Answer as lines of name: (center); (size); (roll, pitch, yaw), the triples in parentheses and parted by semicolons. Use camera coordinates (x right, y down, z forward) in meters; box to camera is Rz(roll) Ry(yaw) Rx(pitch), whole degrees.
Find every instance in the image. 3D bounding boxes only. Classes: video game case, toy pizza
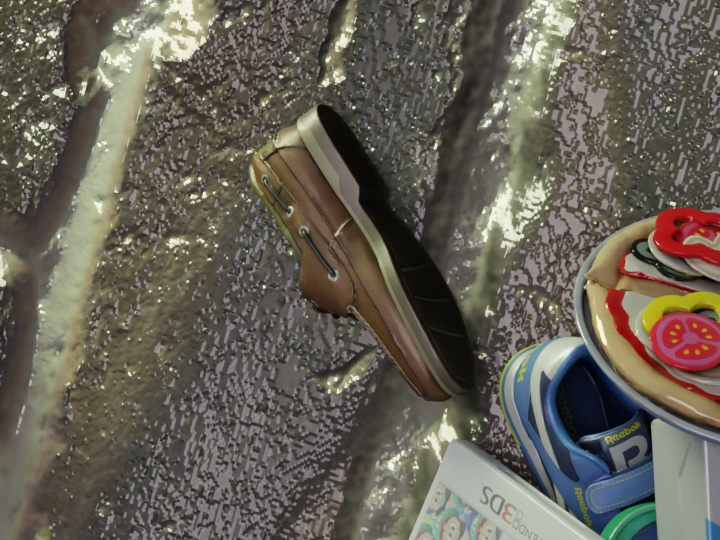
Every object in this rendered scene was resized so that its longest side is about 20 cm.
video game case: (0.063, 0.219, 1.111); (0.182, 0.024, 0.201); (32, 102, 58)
toy pizza: (0.214, 0.023, 1.060); (0.199, 0.200, 0.032); (21, 130, 17)

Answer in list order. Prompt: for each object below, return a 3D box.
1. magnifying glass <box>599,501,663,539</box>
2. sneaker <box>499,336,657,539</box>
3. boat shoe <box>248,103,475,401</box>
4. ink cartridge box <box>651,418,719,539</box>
magnifying glass: (0.216, 0.195, 1.088); (0.199, 0.022, 0.080); (29, 74, -14)
sneaker: (0.147, 0.127, 1.118); (0.074, 0.082, 0.201); (-26, 81, -23)
boat shoe: (0.000, 0.000, 1.189); (0.068, 0.072, 0.201); (-34, 70, 18)
ink cartridge box: (0.263, 0.135, 1.066); (0.198, 0.068, 0.116); (1, 82, -16)
